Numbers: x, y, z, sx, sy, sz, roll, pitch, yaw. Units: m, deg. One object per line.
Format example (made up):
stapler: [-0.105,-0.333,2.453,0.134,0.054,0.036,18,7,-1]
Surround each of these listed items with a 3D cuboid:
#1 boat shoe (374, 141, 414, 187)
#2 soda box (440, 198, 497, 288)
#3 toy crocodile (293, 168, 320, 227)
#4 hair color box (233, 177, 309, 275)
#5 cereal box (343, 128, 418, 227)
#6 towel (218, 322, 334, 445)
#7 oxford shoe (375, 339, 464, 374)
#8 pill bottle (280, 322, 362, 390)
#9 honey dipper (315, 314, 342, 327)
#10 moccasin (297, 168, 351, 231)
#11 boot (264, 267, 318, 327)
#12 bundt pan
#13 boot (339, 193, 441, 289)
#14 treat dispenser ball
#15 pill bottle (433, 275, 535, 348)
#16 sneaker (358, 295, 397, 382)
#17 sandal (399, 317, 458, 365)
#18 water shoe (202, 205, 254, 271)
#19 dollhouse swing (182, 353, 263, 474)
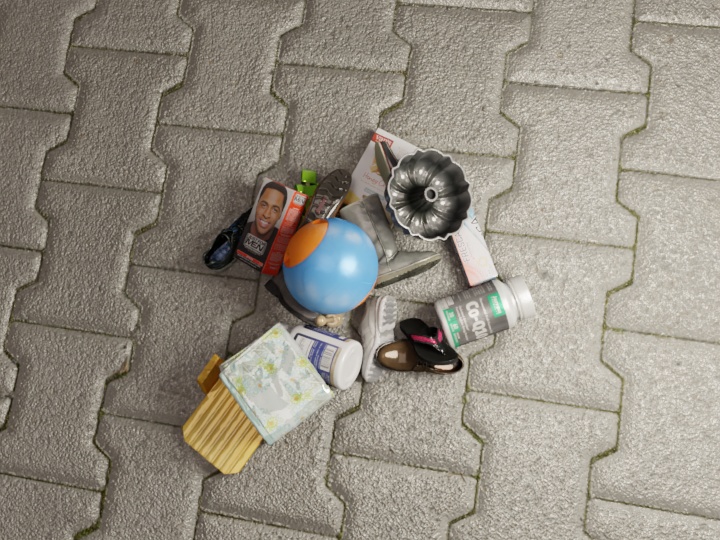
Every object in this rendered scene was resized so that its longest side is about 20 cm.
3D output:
boat shoe: [0.091,-0.206,1.449,0.062,0.071,0.201,-24,87,-10]
soda box: [0.245,-0.064,1.451,0.068,0.064,0.201,-20,80,4]
toy crocodile: [-0.118,-0.144,1.511,0.067,0.062,0.202,-8,85,-21]
hair color box: [-0.206,-0.100,1.465,0.101,0.061,0.201,26,96,30]
cereal box: [0.057,-0.217,1.508,0.143,0.040,0.201,27,86,9]
towel: [-0.180,0.234,1.335,0.171,0.048,0.200,-37,78,-6]
oxford shoe: [0.132,0.189,1.394,0.198,0.084,0.073,4,86,-7]
pill bottle: [-0.105,0.183,1.423,0.199,0.111,0.112,16,84,25]
honey dipper: [-0.072,0.109,1.394,0.038,0.200,0.038,0,88,8]
moccasin: [-0.080,-0.140,1.456,0.073,0.078,0.202,22,81,-2]
boot: [-0.128,0.031,1.447,0.132,0.070,0.200,-51,53,-1]
bundt pan: [0.137,-0.158,1.384,0.200,0.076,0.203,2,83,-20]
boot: [0.066,-0.078,1.427,0.181,0.073,0.201,-18,72,-6]
treat dispenser ball: [-0.062,-0.009,1.331,0.199,0.201,0.202,-1,82,7]
pill bottle: [0.271,0.087,1.400,0.199,0.113,0.114,-21,80,4]
sneaker: [0.032,0.153,1.455,0.082,0.074,0.201,10,88,45]
sandal: [0.141,0.143,1.377,0.075,0.200,0.045,-11,118,-20]
water shoe: [-0.291,-0.079,1.511,0.071,0.079,0.200,39,88,10]
dollhouse swing: [-0.297,0.331,1.415,0.200,0.182,0.176,36,67,10]
